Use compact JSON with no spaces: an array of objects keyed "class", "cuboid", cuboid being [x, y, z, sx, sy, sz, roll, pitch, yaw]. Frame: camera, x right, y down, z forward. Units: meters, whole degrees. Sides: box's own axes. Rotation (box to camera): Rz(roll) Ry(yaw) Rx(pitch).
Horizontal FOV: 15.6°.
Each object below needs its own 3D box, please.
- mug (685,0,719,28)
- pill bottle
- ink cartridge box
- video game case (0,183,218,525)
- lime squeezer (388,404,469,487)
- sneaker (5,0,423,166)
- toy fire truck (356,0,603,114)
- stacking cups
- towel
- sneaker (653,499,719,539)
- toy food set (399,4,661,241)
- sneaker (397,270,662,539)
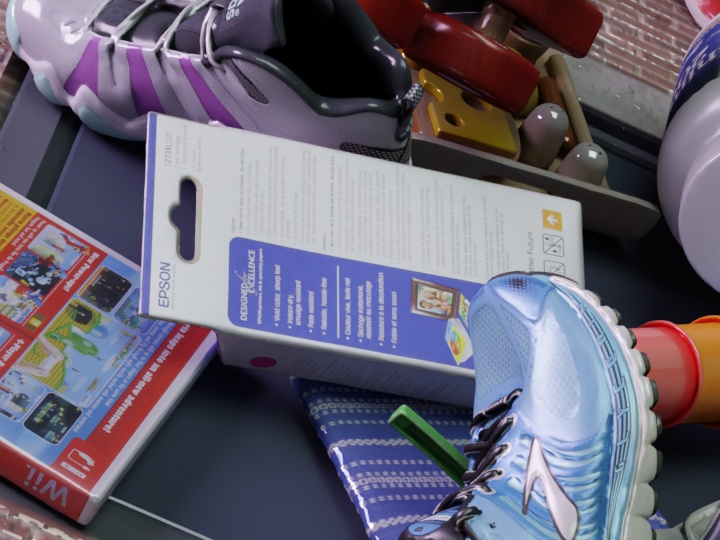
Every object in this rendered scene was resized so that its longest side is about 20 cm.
[{"class":"mug","cuboid":[0.305,-0.170,1.528,0.200,0.134,0.178,0,41,-33]},{"class":"pill bottle","cuboid":[0.203,-0.058,1.286,0.111,0.111,0.200,28,24,-1]},{"class":"ink cartridge box","cuboid":[0.000,0.000,1.086,0.200,0.037,0.095,12,60,-22]},{"class":"video game case","cuboid":[-0.162,0.007,1.027,0.200,0.017,0.143,31,32,3]},{"class":"lime squeezer","cuboid":[0.077,0.137,1.006,0.071,0.038,0.200,-14,67,-34]},{"class":"sneaker","cuboid":[-0.059,-0.106,1.128,0.200,0.140,0.078,25,57,6]},{"class":"toy fire truck","cuboid":[0.017,-0.164,1.227,0.200,0.112,0.168,26,4,-43]},{"class":"stacking cups","cuboid":[0.175,0.046,1.176,0.200,0.061,0.061,-2,43,-47]},{"class":"towel","cuboid":[0.037,0.061,1.108,0.145,0.024,0.200,3,40,-31]},{"class":"sneaker","cuboid":[0.190,0.152,0.999,0.202,0.077,0.146,11,61,-32]},{"class":"toy food set","cuboid":[0.065,-0.103,1.311,0.143,0.060,0.200,15,35,-22]},{"class":"sneaker","cuboid":[0.058,0.085,0.958,0.090,0.078,0.200,7,55,-20]}]
